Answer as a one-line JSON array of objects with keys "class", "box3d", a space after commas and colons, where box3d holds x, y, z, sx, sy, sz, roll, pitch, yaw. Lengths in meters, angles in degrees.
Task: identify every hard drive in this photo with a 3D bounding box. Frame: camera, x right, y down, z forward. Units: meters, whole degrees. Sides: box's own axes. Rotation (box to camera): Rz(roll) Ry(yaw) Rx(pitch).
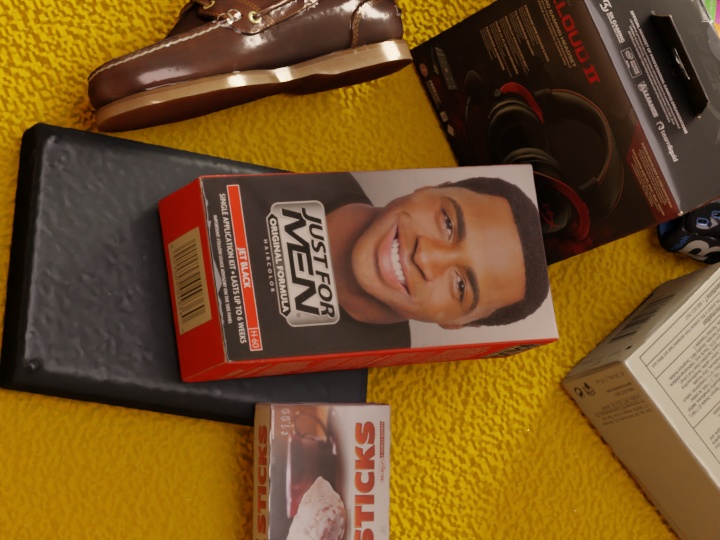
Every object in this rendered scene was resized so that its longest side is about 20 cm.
[{"class": "hard drive", "box3d": [-0.089, 0.007, 1.426, 0.200, 0.033, 0.140, 10, 74, -25]}]

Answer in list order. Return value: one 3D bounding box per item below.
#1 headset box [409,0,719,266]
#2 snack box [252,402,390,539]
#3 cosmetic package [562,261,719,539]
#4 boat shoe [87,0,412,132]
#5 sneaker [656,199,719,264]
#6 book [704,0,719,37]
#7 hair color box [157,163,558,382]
[{"class": "headset box", "box3d": [0.129, -0.092, 1.464, 0.075, 0.200, 0.149, -25, 91, -29]}, {"class": "snack box", "box3d": [-0.021, 0.170, 1.412, 0.072, 0.024, 0.200, 2, 88, -27]}, {"class": "cosmetic package", "box3d": [0.220, 0.106, 1.540, 0.105, 0.071, 0.200, -40, 98, -29]}, {"class": "boat shoe", "box3d": [-0.065, -0.123, 1.449, 0.200, 0.070, 0.070, -16, 87, -37]}, {"class": "sneaker", "box3d": [0.231, 0.004, 1.575, 0.112, 0.073, 0.200, -4, 72, -24]}, {"class": "book", "box3d": [0.259, -0.102, 1.567, 0.200, 0.048, 0.134, 22, 52, -10]}, {"class": "hair color box", "box3d": [0.000, 0.000, 1.420, 0.200, 0.061, 0.102, -4, 80, -29]}]
